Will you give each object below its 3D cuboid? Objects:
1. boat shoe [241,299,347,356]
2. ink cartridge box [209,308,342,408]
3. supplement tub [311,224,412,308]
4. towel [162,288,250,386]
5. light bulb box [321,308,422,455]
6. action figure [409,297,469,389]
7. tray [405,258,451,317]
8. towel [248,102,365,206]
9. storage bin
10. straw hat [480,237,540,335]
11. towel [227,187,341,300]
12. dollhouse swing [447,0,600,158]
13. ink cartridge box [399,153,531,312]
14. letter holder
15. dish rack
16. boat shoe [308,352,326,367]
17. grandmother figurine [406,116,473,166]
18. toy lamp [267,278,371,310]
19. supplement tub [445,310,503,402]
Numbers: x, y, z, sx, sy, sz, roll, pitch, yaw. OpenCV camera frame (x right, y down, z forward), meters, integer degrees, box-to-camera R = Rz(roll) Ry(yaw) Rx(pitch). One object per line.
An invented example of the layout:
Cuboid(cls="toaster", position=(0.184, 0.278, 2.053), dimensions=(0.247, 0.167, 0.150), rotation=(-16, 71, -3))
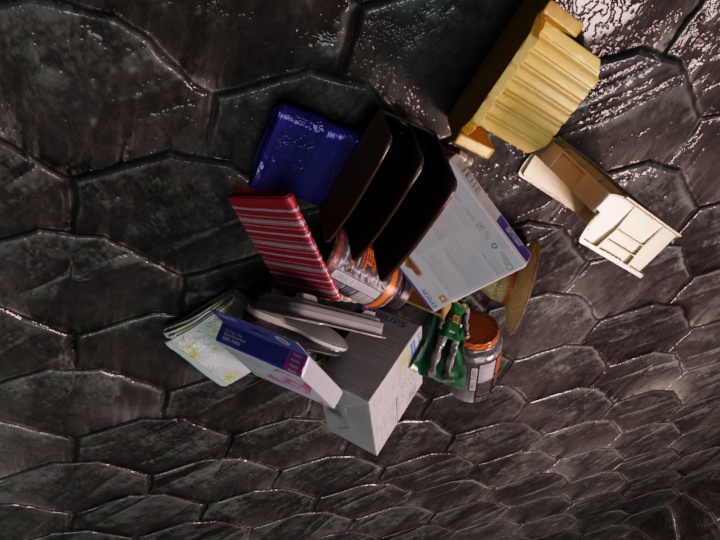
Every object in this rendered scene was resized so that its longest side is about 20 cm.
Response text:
Cuboid(cls="boat shoe", position=(-0.122, 0.118, 0.940), dimensions=(0.199, 0.076, 0.061), rotation=(25, 105, -6))
Cuboid(cls="ink cartridge box", position=(-0.149, 0.154, 0.880), dimensions=(0.195, 0.044, 0.200), rotation=(15, 154, 31))
Cuboid(cls="supplement tub", position=(0.000, 0.000, 0.909), dimensions=(0.199, 0.107, 0.107), rotation=(27, 119, -34))
Cuboid(cls="towel", position=(-0.253, 0.135, 0.994), dimensions=(0.170, 0.048, 0.200), rotation=(-28, 133, 10))
Cuboid(cls="light bulb box", position=(0.026, 0.219, 1.036), dimensions=(0.124, 0.200, 0.199), rotation=(20, 139, 26))
Cuboid(cls="action figure", position=(0.180, 0.122, 1.035), dimensions=(0.117, 0.201, 0.055), rotation=(23, 156, -12))
Cuboid(cls="tray", position=(0.121, -0.009, 0.950), dimensions=(0.037, 0.098, 0.201), rotation=(-46, 146, -36))
Cuboid(cls="towel", position=(-0.058, -0.167, 0.788), dimensions=(0.199, 0.050, 0.148), rotation=(13, 133, -27))
Cuboid(cls="storage bin", position=(0.392, -0.113, 0.865), dimensions=(0.197, 0.201, 0.094), rotation=(21, 121, -31))
Cuboid(cls="straw hat", position=(0.271, 0.018, 0.990), dimensions=(0.084, 0.202, 0.202), rotation=(17, 130, 8))
Cuboid(cls="towel", position=(-0.116, -0.040, 0.803), dimensions=(0.023, 0.144, 0.201), rotation=(-49, 130, -33))
Cuboid(cls="dollhouse swing", position=(0.253, -0.247, 0.735), dimensions=(0.175, 0.182, 0.201), rotation=(28, 120, -12))
Cuboid(cls="ink cartridge box", position=(0.135, -0.052, 0.831), dimensions=(0.200, 0.041, 0.200), rotation=(-33, 97, 42))
Cuboid(cls="letter holder", position=(0.032, -0.098, 0.741), dimensions=(0.100, 0.143, 0.200), rotation=(14, 132, -26))
Cuboid(cls="dish rack", position=(-0.068, 0.070, 0.864), dimensions=(0.199, 0.171, 0.044), rotation=(18, 81, -34))
Cuboid(cls="boat shoe", position=(-0.097, 0.153, 1.024), dimensions=(0.071, 0.070, 0.201), rotation=(-25, 132, -31))
Cuboid(cls="grandmother figurine", position=(0.120, -0.166, 0.834), dimensions=(0.121, 0.061, 0.200), rotation=(-30, 131, 21))
Cuboid(cls="toy lamp", position=(-0.072, 0.044, 0.962), dimensions=(0.198, 0.058, 0.058), rotation=(6, 129, -22))
Cuboid(cls="supplement tub", position=(0.250, 0.191, 1.148), dimensions=(0.121, 0.123, 0.201), rotation=(-12, 133, -6))
